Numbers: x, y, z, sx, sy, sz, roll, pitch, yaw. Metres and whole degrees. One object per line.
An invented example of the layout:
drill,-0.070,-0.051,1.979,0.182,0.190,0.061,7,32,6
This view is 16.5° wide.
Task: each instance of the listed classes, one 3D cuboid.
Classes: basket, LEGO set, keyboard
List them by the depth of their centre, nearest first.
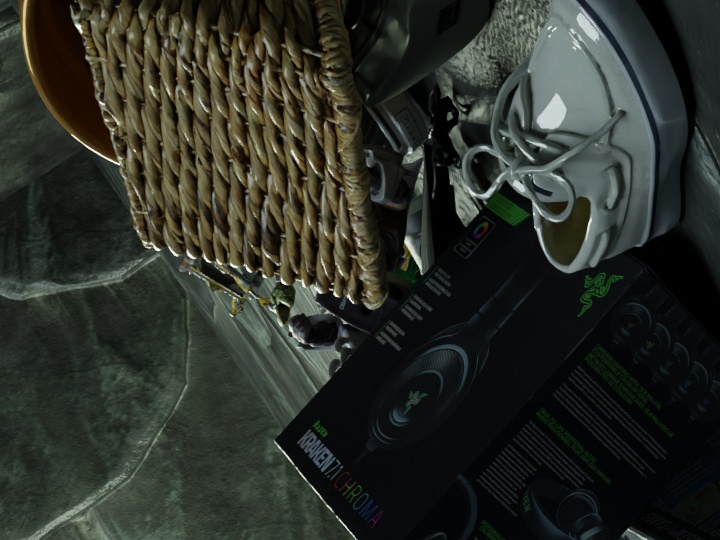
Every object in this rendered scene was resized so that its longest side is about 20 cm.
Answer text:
basket,-0.036,-0.101,1.239,0.148,0.143,0.201,14,146,19
keyboard,0.046,-0.027,1.387,0.200,0.020,0.128,-93,4,-68
LEGO set,-0.049,0.006,1.715,0.199,0.116,0.154,28,-160,-11

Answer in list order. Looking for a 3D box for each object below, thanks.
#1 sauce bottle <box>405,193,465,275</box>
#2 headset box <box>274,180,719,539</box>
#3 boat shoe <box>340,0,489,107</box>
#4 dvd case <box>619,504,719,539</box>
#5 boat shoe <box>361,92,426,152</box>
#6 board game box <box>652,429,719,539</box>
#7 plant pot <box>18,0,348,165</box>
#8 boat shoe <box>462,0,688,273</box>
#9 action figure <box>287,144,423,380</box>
sauce bottle,0.084,0.042,1.539,0.201,0.066,0.066,61,171,-10
headset box,0.077,0.065,1.223,0.093,0.200,0.174,43,180,-25
boat shoe,0.023,-0.141,1.214,0.064,0.070,0.200,56,164,10
dvd case,0.175,0.190,1.173,0.151,0.025,0.200,66,172,-8
boat shoe,-0.039,-0.126,1.534,0.200,0.071,0.072,47,168,43
board game box,0.179,0.138,1.328,0.200,0.061,0.200,55,173,32
plant pot,-0.098,-0.184,1.404,0.184,0.199,0.201,-107,-8,-54
boat shoe,0.087,-0.055,1.069,0.075,0.086,0.202,54,171,23
action figure,0.000,0.000,1.389,0.200,0.069,0.131,-99,17,-67
